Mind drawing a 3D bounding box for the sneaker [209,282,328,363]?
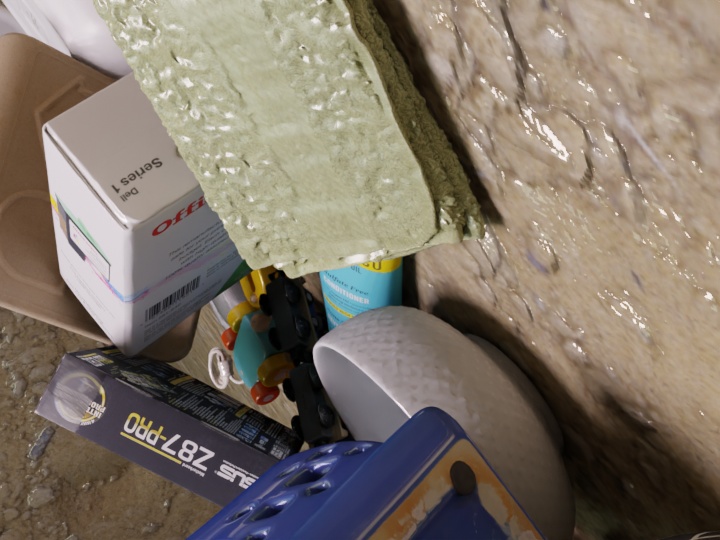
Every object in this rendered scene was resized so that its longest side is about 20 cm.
[{"bbox_3d":[-0.053,0.050,1.027,0.200,0.075,0.079,45,151,8],"label":"sneaker"}]

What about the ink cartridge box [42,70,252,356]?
[{"bbox_3d":[-0.112,-0.048,0.746,0.084,0.145,0.200,49,157,12],"label":"ink cartridge box"}]

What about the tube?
[{"bbox_3d":[0.000,0.000,0.771,0.077,0.050,0.200,23,152,17],"label":"tube"}]

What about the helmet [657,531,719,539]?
[{"bbox_3d":[0.157,0.201,0.460,0.191,0.200,0.200,-112,-4,-56],"label":"helmet"}]

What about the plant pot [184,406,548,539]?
[{"bbox_3d":[0.005,0.197,0.589,0.200,0.200,0.180,53,137,-2],"label":"plant pot"}]

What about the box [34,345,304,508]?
[{"bbox_3d":[-0.120,0.106,0.825,0.161,0.049,0.200,29,178,0],"label":"box"}]

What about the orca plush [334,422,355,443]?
[{"bbox_3d":[-0.002,0.129,0.857,0.105,0.201,0.071,-2,163,26],"label":"orca plush"}]

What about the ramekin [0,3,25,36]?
[{"bbox_3d":[-0.432,-0.209,1.341,0.200,0.200,0.105,53,156,1],"label":"ramekin"}]

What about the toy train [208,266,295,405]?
[{"bbox_3d":[-0.092,0.005,0.971,0.150,0.055,0.201,20,121,56],"label":"toy train"}]

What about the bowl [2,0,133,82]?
[{"bbox_3d":[-0.221,-0.209,0.913,0.200,0.075,0.200,52,167,7],"label":"bowl"}]

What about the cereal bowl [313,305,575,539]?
[{"bbox_3d":[0.061,0.099,0.726,0.200,0.083,0.200,48,164,18],"label":"cereal bowl"}]

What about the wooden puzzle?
[{"bbox_3d":[-0.197,-0.047,0.859,0.200,0.186,0.046,23,159,-34],"label":"wooden puzzle"}]

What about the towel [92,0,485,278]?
[{"bbox_3d":[-0.036,-0.082,0.586,0.148,0.037,0.200,-10,123,36],"label":"towel"}]

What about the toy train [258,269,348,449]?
[{"bbox_3d":[-0.029,0.089,0.821,0.046,0.034,0.201,21,-135,-54],"label":"toy train"}]
